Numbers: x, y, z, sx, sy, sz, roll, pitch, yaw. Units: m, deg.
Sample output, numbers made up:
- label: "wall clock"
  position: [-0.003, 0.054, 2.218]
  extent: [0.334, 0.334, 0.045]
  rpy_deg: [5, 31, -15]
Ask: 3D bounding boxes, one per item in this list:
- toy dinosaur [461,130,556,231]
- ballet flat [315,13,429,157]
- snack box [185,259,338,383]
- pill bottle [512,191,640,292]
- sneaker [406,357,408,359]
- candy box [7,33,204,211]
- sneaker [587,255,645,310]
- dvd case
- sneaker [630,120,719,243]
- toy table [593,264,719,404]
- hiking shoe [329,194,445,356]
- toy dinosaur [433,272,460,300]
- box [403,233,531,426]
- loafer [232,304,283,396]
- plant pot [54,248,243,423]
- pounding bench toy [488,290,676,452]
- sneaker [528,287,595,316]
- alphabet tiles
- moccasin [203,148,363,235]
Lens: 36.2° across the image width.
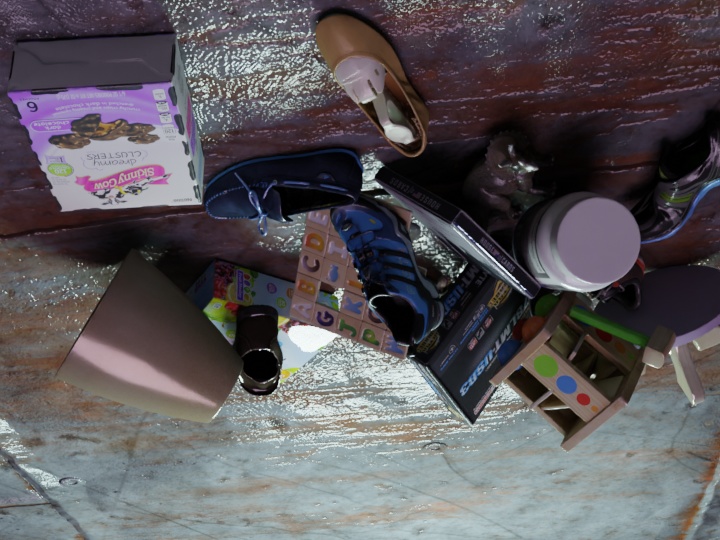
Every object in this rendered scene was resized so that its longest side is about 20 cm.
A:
- label: "toy dinosaur"
  position: [0.166, -0.107, 1.298]
  extent: [0.101, 0.078, 0.200]
  rpy_deg: [18, 154, -19]
- label: "ballet flat"
  position: [0.020, -0.189, 1.152]
  extent: [0.068, 0.064, 0.200]
  rpy_deg: [-21, 143, 25]
- label: "snack box"
  position: [-0.154, 0.076, 1.540]
  extent: [0.198, 0.068, 0.168]
  rpy_deg: [19, 141, -29]
- label: "pill bottle"
  position: [0.251, -0.033, 1.288]
  extent: [0.112, 0.116, 0.200]
  rpy_deg: [0, -179, -4]
- label: "sneaker"
  position: [0.159, 0.116, 1.624]
  extent: [0.197, 0.074, 0.082]
  rpy_deg: [-5, 149, 4]
- label: "candy box"
  position: [-0.263, -0.152, 1.174]
  extent: [0.165, 0.072, 0.201]
  rpy_deg: [-4, 147, 0]
- label: "sneaker"
  position: [0.312, -0.006, 1.440]
  extent: [0.198, 0.083, 0.077]
  rpy_deg: [25, 138, -33]
- label: "dvd case"
  position: [0.117, -0.044, 1.325]
  extent: [0.025, 0.150, 0.200]
  rpy_deg: [-53, 135, -2]
- label: "sneaker"
  position: [0.375, -0.109, 1.309]
  extent: [0.082, 0.071, 0.200]
  rpy_deg: [18, 137, -21]
- label: "toy table"
  position: [0.421, 0.084, 1.522]
  extent: [0.197, 0.185, 0.118]
  rpy_deg: [-13, 132, 7]
- label: "hiking shoe"
  position: [0.028, -0.002, 1.301]
  extent: [0.074, 0.087, 0.201]
  rpy_deg: [-33, 97, 32]
- label: "toy dinosaur"
  position: [0.127, 0.063, 1.502]
  extent: [0.047, 0.088, 0.202]
  rpy_deg: [20, 141, 35]
- label: "box"
  position: [0.162, 0.084, 1.484]
  extent: [0.049, 0.201, 0.199]
  rpy_deg: [29, 165, 37]
- label: "loafer"
  position: [-0.142, 0.124, 1.486]
  extent: [0.072, 0.072, 0.201]
  rpy_deg: [-3, 146, -2]
- label: "plant pot"
  position: [-0.257, 0.105, 1.409]
  extent: [0.199, 0.189, 0.187]
  rpy_deg: [32, 137, -12]
- label: "pounding bench toy"
  position: [0.284, 0.097, 1.406]
  extent: [0.156, 0.124, 0.200]
  rpy_deg: [41, 131, 2]
- label: "sneaker"
  position: [0.282, 0.048, 1.533]
  extent: [0.072, 0.085, 0.201]
  rpy_deg: [-13, 135, 22]
- label: "alphabet tiles"
  position: [0.000, 0.000, 1.370]
  extent: [0.165, 0.008, 0.202]
  rpy_deg: [20, 120, 14]
- label: "moccasin"
  position: [-0.095, -0.092, 1.286]
  extent: [0.197, 0.069, 0.081]
  rpy_deg: [-14, 146, 17]
